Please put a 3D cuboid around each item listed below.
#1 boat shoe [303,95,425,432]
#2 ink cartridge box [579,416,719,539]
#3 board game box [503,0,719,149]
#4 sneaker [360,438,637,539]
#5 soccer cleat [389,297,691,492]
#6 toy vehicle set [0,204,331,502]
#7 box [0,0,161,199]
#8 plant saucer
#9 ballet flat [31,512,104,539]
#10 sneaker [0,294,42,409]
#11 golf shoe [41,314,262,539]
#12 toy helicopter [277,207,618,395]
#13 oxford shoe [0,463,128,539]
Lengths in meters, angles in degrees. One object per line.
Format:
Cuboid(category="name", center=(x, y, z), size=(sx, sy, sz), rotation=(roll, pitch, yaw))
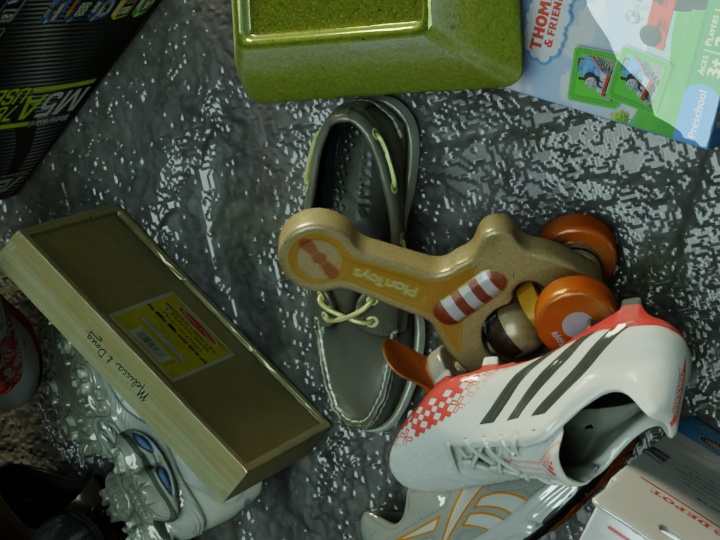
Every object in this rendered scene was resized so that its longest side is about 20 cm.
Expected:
Cuboid(category="boat shoe", center=(-0.003, 0.000, 1.359), size=(0.071, 0.060, 0.204), rotation=(5, 100, 23))
Cuboid(category="ink cartridge box", center=(0.183, 0.153, 1.226), size=(0.115, 0.200, 0.067), rotation=(33, 110, 16))
Cuboid(category="board game box", center=(0.124, -0.169, 1.290), size=(0.199, 0.037, 0.153), rotation=(19, 106, 21))
Cuboid(category="sneaker", center=(0.073, 0.123, 1.342), size=(0.200, 0.076, 0.092), rotation=(-44, 76, 22))
Cuboid(category="soccer cleat", center=(0.093, 0.087, 1.251), size=(0.199, 0.086, 0.069), rotation=(-27, 129, 30))
Cuboid(category="toy vehicle set", center=(-0.116, 0.045, 1.381), size=(0.200, 0.124, 0.027), rotation=(45, 112, 11))
Cuboid(category="box", center=(-0.219, -0.114, 1.359), size=(0.047, 0.200, 0.194), rotation=(44, 111, 13))
Cuboid(category="plant saucer", center=(-0.008, -0.199, 1.306), size=(0.199, 0.048, 0.202), rotation=(0, 95, 37))
Cuboid(category="ballet flat", center=(-0.206, 0.221, 1.421), size=(0.066, 0.057, 0.201), rotation=(38, 134, 18))
Cuboid(category="sneaker", center=(-0.239, 0.054, 1.386), size=(0.067, 0.109, 0.202), rotation=(-3, 142, 3))
Cuboid(category="golf shoe", center=(-0.132, 0.083, 1.431), size=(0.201, 0.097, 0.079), rotation=(59, 148, 28))
Cuboid(category="toy helicopter", center=(0.045, 0.020, 1.305), size=(0.198, 0.079, 0.133), rotation=(19, 125, -8))
Cuboid(category="oxford shoe", center=(-0.154, 0.175, 1.436), size=(0.198, 0.073, 0.085), rotation=(17, 129, 18))
